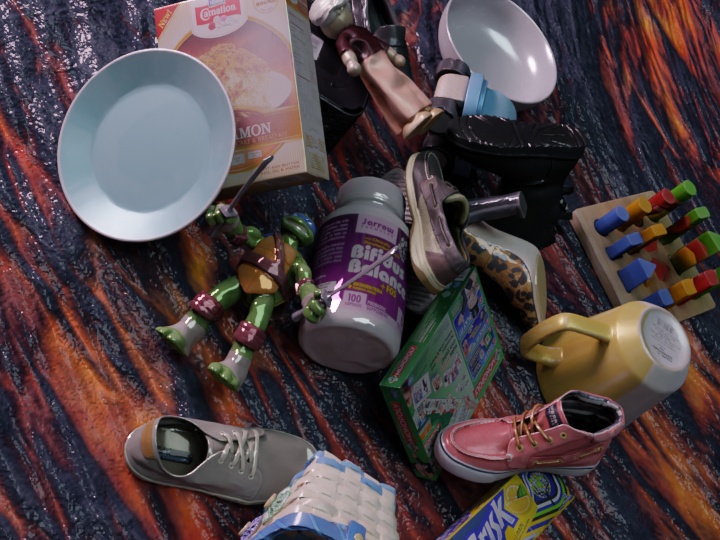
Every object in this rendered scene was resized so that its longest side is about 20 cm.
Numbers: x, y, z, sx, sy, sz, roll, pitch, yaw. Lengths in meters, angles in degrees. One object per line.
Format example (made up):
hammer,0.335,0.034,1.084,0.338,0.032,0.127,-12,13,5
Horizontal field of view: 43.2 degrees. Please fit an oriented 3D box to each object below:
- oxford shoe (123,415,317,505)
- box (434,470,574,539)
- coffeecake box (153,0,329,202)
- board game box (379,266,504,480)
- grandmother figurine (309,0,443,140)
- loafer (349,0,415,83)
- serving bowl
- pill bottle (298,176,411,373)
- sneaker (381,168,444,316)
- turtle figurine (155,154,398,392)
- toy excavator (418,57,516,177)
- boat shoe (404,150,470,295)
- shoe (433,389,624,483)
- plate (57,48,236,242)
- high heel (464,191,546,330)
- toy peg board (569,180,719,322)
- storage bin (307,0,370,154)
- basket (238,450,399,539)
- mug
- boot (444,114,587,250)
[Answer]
oxford shoe,-0.123,0.177,0.864,0.197,0.058,0.076,14,55,-28
box,0.138,0.278,0.964,0.199,0.070,0.065,-30,78,-40
coffeecake box,-0.125,-0.186,0.961,0.073,0.151,0.204,4,77,-72
board game box,0.096,0.110,1.013,0.201,0.029,0.136,-52,132,-40
grandmother figurine,0.010,-0.245,1.067,0.201,0.060,0.121,52,23,6
loafer,0.032,-0.300,1.218,0.067,0.070,0.204,-7,69,-34
serving bowl,0.190,-0.311,1.328,0.197,0.066,0.203,15,58,-25
pill bottle,0.000,0.000,1.004,0.111,0.112,0.203,22,55,-20
sneaker,0.066,-0.027,1.103,0.082,0.073,0.203,32,40,-52
turtle figurine,-0.104,0.006,0.886,0.144,0.199,0.195,42,73,-23
toy excavator,0.180,-0.164,1.207,0.196,0.196,0.101,13,53,8
boat shoe,0.093,-0.063,1.024,0.072,0.065,0.203,47,31,-38
shoe,0.180,0.169,0.960,0.196,0.092,0.072,5,46,-18
plate,-0.215,-0.126,0.926,0.203,0.198,0.026,67,9,16
high heel,0.157,-0.002,1.156,0.072,0.140,0.203,-54,132,-55
toy peg board,0.433,-0.030,1.306,0.197,0.098,0.203,-13,72,-37
storage bin,-0.086,-0.252,1.103,0.198,0.094,0.137,29,52,-15
basket,-0.046,0.278,0.787,0.138,0.177,0.202,28,34,-17
mug,0.306,0.116,1.108,0.184,0.153,0.152,-11,71,-35
boot,0.185,-0.107,1.154,0.194,0.164,0.074,2,40,-15
